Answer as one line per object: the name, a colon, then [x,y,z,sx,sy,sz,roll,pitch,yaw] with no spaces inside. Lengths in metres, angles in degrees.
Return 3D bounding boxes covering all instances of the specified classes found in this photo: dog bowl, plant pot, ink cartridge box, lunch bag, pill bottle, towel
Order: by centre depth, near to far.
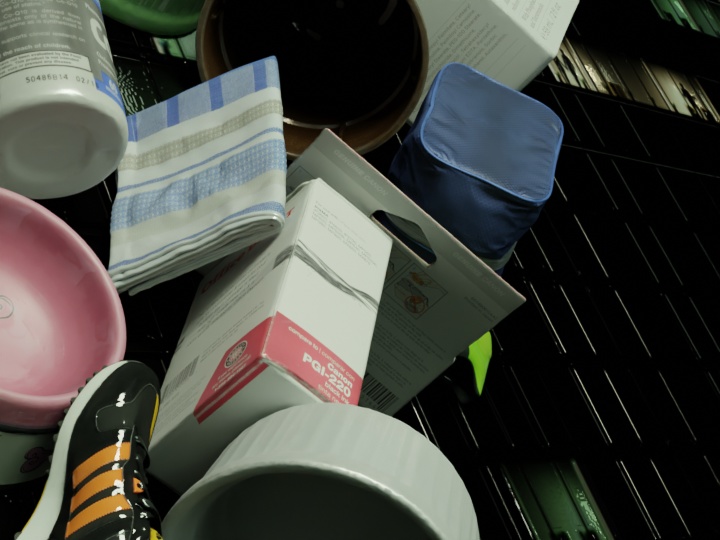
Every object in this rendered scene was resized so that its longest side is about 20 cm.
dog bowl: [-0.234,0.031,0.926,0.200,0.074,0.201,30,37,-26]
ink cartridge box: [-0.063,0.052,1.032,0.085,0.146,0.201,37,35,-20]
pill bottle: [-0.240,-0.162,1.083,0.113,0.114,0.201,14,46,-40]
towel: [-0.123,-0.075,1.105,0.201,0.146,0.024,-95,158,-46]
ink cartridge box: [0.000,0.000,1.131,0.200,0.176,0.045,40,33,-11]
plant pot: [-0.032,-0.230,1.334,0.200,0.200,0.199,37,27,-15]
lunch bag: [0.097,-0.086,1.377,0.135,0.133,0.200,26,36,-3]

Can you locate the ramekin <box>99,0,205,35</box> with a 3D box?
ramekin: [-0.191,-0.315,1.311,0.199,0.098,0.201,29,37,-25]

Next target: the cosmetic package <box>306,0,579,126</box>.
cosmetic package: [0.086,-0.259,1.509,0.200,0.166,0.168,40,34,-9]

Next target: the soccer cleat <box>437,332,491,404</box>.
soccer cleat: [0.032,0.045,1.227,0.199,0.067,0.081,27,51,-29]

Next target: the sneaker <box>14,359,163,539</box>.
sneaker: [-0.140,0.143,0.856,0.070,0.089,0.201,72,32,-48]

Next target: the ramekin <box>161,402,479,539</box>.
ramekin: [-0.020,0.179,0.909,0.200,0.200,0.098,43,26,-7]
